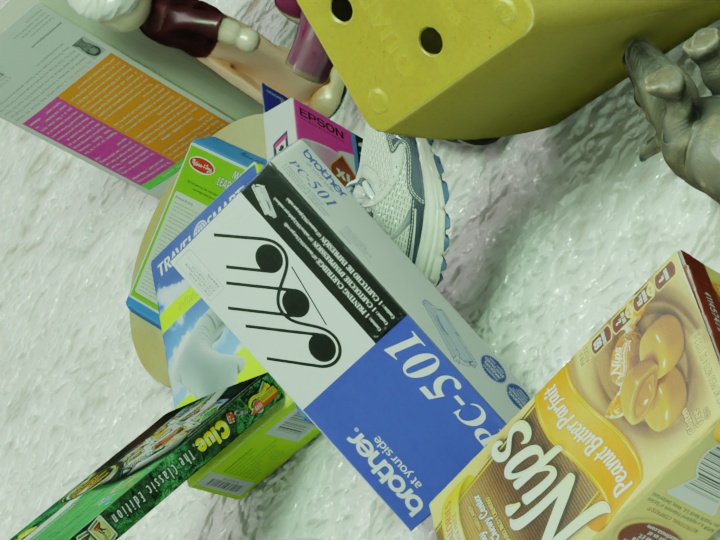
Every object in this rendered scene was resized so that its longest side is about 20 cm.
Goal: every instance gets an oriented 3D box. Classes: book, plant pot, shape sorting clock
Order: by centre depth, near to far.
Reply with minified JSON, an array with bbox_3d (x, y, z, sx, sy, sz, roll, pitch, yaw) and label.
[{"bbox_3d":[0.068,-0.181,1.363,0.200,0.200,0.176,-32,-4,42],"label":"plant pot"},{"bbox_3d":[-0.090,-0.013,1.717,0.200,0.039,0.201,-27,53,43],"label":"shape sorting clock"},{"bbox_3d":[-0.179,-0.124,1.794,0.133,0.200,0.048,-33,40,42],"label":"book"}]

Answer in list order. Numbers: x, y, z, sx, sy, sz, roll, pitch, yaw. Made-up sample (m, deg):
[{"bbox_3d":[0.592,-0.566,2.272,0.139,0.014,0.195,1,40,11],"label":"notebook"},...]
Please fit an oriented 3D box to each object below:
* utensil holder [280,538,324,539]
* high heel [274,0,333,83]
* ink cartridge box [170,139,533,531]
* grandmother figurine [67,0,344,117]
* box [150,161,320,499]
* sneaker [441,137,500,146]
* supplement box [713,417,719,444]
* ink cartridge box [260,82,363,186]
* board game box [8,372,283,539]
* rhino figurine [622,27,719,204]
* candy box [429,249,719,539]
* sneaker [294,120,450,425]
[{"bbox_3d":[-0.077,0.225,1.349,0.200,0.170,0.170,-6,60,59],"label":"utensil holder"},{"bbox_3d":[-0.011,-0.195,1.688,0.200,0.067,0.096,-96,31,-67],"label":"high heel"},{"bbox_3d":[-0.002,0.035,1.372,0.094,0.200,0.044,-43,-2,31],"label":"ink cartridge box"},{"bbox_3d":[-0.105,-0.158,1.698,0.121,0.200,0.061,-3,68,60],"label":"grandmother figurine"},{"bbox_3d":[-0.073,0.028,1.604,0.122,0.048,0.200,-41,47,34],"label":"box"},{"bbox_3d":[0.001,-0.153,1.535,0.076,0.201,0.115,-44,16,-20],"label":"sneaker"},{"bbox_3d":[0.234,0.002,1.135,0.066,0.069,0.201,6,72,63],"label":"supplement box"},{"bbox_3d":[-0.012,-0.042,1.553,0.037,0.095,0.200,-46,32,27],"label":"ink cartridge box"},{"bbox_3d":[-0.138,0.127,1.478,0.105,0.024,0.200,-20,14,45],"label":"board game box"},{"bbox_3d":[0.180,-0.072,1.279,0.060,0.088,0.200,-33,26,-9],"label":"rhino figurine"},{"bbox_3d":[0.122,0.101,1.244,0.200,0.055,0.116,-47,31,25],"label":"candy box"},{"bbox_3d":[0.000,0.000,1.426,0.077,0.085,0.201,-152,64,-73],"label":"sneaker"}]
